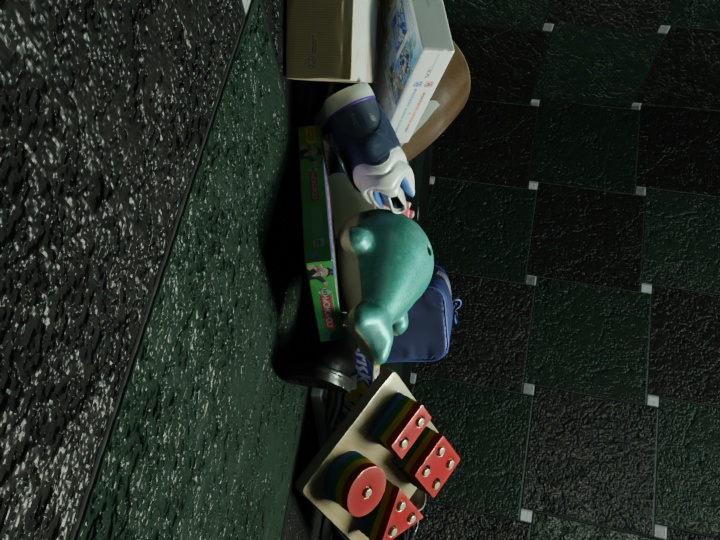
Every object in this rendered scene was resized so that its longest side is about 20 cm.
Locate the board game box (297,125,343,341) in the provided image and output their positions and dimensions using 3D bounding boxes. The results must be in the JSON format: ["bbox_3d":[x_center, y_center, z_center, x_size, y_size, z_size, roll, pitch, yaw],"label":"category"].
[{"bbox_3d":[-0.044,-0.043,0.787,0.135,0.029,0.202,85,-1,-51],"label":"board game box"}]

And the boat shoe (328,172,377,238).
[{"bbox_3d":[0.019,-0.045,0.964,0.201,0.071,0.063,54,20,2],"label":"boat shoe"}]

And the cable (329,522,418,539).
[{"bbox_3d":[0.017,0.403,1.178,0.164,0.051,0.199,56,30,14],"label":"cable"}]

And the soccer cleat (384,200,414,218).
[{"bbox_3d":[0.033,-0.091,1.056,0.201,0.076,0.067,71,34,-60],"label":"soccer cleat"}]

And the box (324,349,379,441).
[{"bbox_3d":[-0.006,0.155,1.044,0.070,0.063,0.203,64,31,-73],"label":"box"}]

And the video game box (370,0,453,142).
[{"bbox_3d":[0.052,-0.298,0.900,0.183,0.046,0.202,117,-33,-64],"label":"video game box"}]

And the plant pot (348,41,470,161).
[{"bbox_3d":[0.048,-0.239,1.066,0.188,0.185,0.201,85,26,-47],"label":"plant pot"}]

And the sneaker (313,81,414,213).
[{"bbox_3d":[0.008,-0.131,0.845,0.200,0.080,0.148,-152,-142,-86],"label":"sneaker"}]

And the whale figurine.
[{"bbox_3d":[0.032,0.012,0.818,0.201,0.103,0.160,-82,151,-53],"label":"whale figurine"}]

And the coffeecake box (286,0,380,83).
[{"bbox_3d":[-0.025,-0.293,0.801,0.200,0.072,0.156,-56,149,-74],"label":"coffeecake box"}]

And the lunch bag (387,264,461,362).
[{"bbox_3d":[0.070,0.065,1.185,0.133,0.197,0.138,-71,157,-69],"label":"lunch bag"}]

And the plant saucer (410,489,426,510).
[{"bbox_3d":[0.030,0.338,1.220,0.032,0.200,0.200,-47,-179,14],"label":"plant saucer"}]

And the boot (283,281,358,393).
[{"bbox_3d":[-0.037,0.063,0.863,0.211,0.078,0.160,68,30,-82],"label":"boot"}]

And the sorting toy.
[{"bbox_3d":[0.039,0.276,0.973,0.199,0.069,0.201,-49,131,-19],"label":"sorting toy"}]

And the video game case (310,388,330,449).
[{"bbox_3d":[-0.045,0.189,1.076,0.201,0.018,0.144,86,12,-45],"label":"video game case"}]
